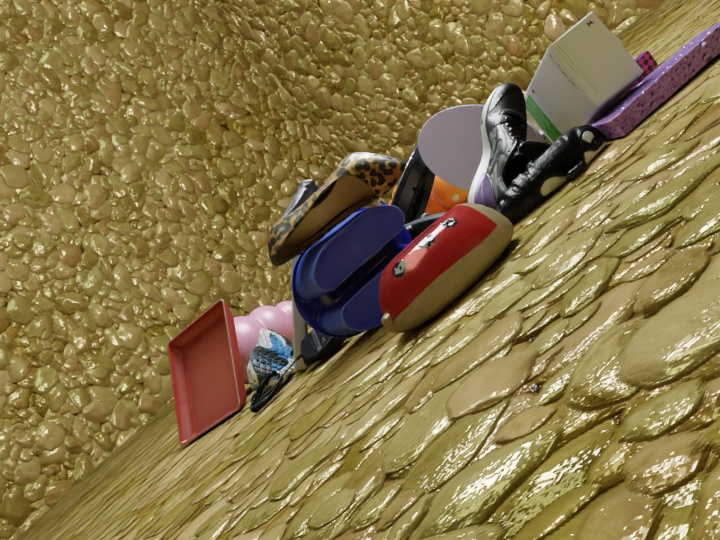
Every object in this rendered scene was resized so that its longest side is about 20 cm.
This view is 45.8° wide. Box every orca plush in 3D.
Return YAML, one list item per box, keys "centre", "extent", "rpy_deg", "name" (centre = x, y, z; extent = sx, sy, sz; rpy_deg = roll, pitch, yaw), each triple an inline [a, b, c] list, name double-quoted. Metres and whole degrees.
- centre: [0.216, -0.127, 1.080]
  extent: [0.199, 0.071, 0.105]
  rpy_deg: [-38, 4, 12]
  name: "orca plush"

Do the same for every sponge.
- centre: [0.384, -0.239, 1.094]
  extent: [0.199, 0.030, 0.112]
  rpy_deg: [-41, 3, -2]
  name: "sponge"

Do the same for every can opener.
- centre: [0.113, -0.055, 1.204]
  extent: [0.078, 0.064, 0.199]
  rpy_deg: [-17, -2, -26]
  name: "can opener"

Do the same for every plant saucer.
- centre: [-0.268, 0.183, 1.509]
  extent: [0.036, 0.203, 0.199]
  rpy_deg: [9, -33, -40]
  name: "plant saucer"

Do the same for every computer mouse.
- centre: [-0.086, 0.138, 1.238]
  extent: [0.200, 0.034, 0.059]
  rpy_deg: [-43, 33, 11]
  name: "computer mouse"

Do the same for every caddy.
- centre: [0.000, 0.000, 1.158]
  extent: [0.199, 0.142, 0.105]
  rpy_deg: [-40, 8, -20]
  name: "caddy"

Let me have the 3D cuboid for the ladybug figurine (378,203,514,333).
- centre: [0.088, -0.009, 0.949]
  extent: [0.200, 0.072, 0.135]
  rpy_deg: [-42, 5, -29]
  name: "ladybug figurine"

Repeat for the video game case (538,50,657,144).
- centre: [0.382, -0.276, 1.446]
  extent: [0.199, 0.036, 0.181]
  rpy_deg: [-41, 6, -20]
  name: "video game case"

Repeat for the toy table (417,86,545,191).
- centre: [0.199, -0.188, 1.321]
  extent: [0.117, 0.198, 0.187]
  rpy_deg: [-23, -45, -64]
  name: "toy table"

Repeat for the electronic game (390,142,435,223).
- centre: [0.080, -0.117, 1.399]
  extent: [0.200, 0.041, 0.203]
  rpy_deg: [21, -91, -78]
  name: "electronic game"

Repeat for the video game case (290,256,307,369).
- centre: [-0.097, 0.041, 1.353]
  extent: [0.022, 0.204, 0.182]
  rpy_deg: [-2, 3, -3]
  name: "video game case"

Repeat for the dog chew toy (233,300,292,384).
- centre: [-0.180, 0.124, 1.600]
  extent: [0.199, 0.126, 0.124]
  rpy_deg: [-33, 0, -34]
  name: "dog chew toy"

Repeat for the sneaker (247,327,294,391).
- centre: [-0.150, 0.162, 1.369]
  extent: [0.200, 0.074, 0.088]
  rpy_deg: [-96, 31, -81]
  name: "sneaker"

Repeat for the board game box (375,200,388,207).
- centre: [0.020, -0.038, 1.469]
  extent: [0.121, 0.032, 0.200]
  rpy_deg: [-61, -12, -7]
  name: "board game box"

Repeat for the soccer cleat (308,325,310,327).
- centre: [-0.037, 0.066, 1.350]
  extent: [0.084, 0.069, 0.200]
  rpy_deg: [-27, 6, 2]
  name: "soccer cleat"

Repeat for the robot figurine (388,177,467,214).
- centre: [0.141, -0.153, 1.704]
  extent: [0.199, 0.143, 0.118]
  rpy_deg: [-35, 27, 40]
  name: "robot figurine"

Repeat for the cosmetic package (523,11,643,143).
- centre: [0.301, -0.253, 1.185]
  extent: [0.084, 0.108, 0.200]
  rpy_deg: [-37, -10, -5]
  name: "cosmetic package"

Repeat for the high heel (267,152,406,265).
- centre: [-0.032, -0.072, 1.086]
  extent: [0.198, 0.071, 0.144]
  rpy_deg: [-13, 42, 41]
  name: "high heel"

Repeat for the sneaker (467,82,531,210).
- centre: [0.212, -0.167, 1.174]
  extent: [0.087, 0.075, 0.204]
  rpy_deg: [-14, 63, 63]
  name: "sneaker"
